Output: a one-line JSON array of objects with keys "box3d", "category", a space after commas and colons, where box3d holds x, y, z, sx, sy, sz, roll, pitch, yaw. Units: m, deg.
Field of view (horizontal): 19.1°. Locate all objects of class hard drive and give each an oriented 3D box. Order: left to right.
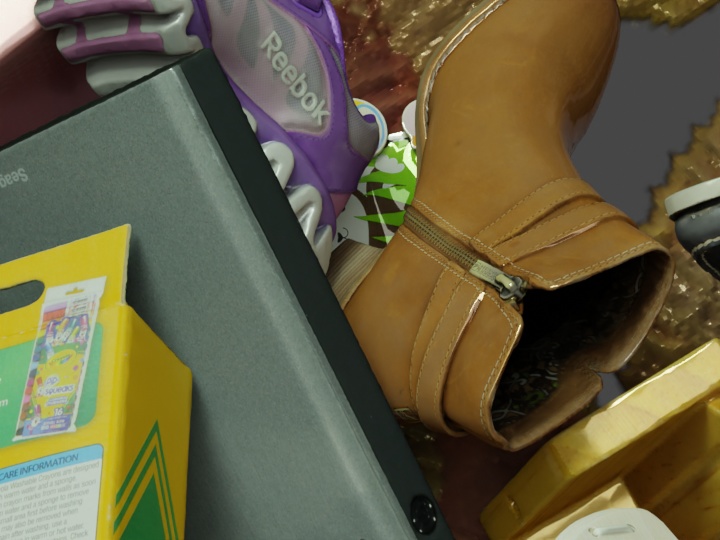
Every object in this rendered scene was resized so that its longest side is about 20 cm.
[{"box3d": [-0.063, 0.033, 0.780, 0.033, 0.139, 0.201, -36, 103, -49], "category": "hard drive"}]

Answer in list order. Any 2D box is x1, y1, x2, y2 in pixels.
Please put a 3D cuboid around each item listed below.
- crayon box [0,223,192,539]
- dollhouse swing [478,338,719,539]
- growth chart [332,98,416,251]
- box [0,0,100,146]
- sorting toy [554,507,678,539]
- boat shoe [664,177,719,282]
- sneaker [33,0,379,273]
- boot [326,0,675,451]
[{"box3d": [-0.123, 0.093, 0.719, 0.125, 0.052, 0.202, -16, 51, 20], "category": "crayon box"}, {"box3d": [0.088, 0.169, 0.762, 0.175, 0.182, 0.201, -26, 76, -18], "category": "dollhouse swing"}, {"box3d": [0.000, 0.000, 0.875, 0.198, 0.018, 0.146, -18, 76, -8], "category": "growth chart"}, {"box3d": [-0.144, -0.133, 0.863, 0.200, 0.109, 0.128, -41, 78, -10], "category": "box"}, {"box3d": [0.038, 0.194, 0.665, 0.107, 0.179, 0.201, 36, 113, 30], "category": "sorting toy"}, {"box3d": [0.179, 0.004, 0.794, 0.072, 0.199, 0.063, -18, 71, 33], "category": "boat shoe"}, {"box3d": [-0.054, -0.089, 0.799, 0.080, 0.201, 0.089, 10, 50, 46], "category": "sneaker"}, {"box3d": [0.064, -0.027, 0.790, 0.200, 0.155, 0.077, -49, 116, -11], "category": "boot"}]
